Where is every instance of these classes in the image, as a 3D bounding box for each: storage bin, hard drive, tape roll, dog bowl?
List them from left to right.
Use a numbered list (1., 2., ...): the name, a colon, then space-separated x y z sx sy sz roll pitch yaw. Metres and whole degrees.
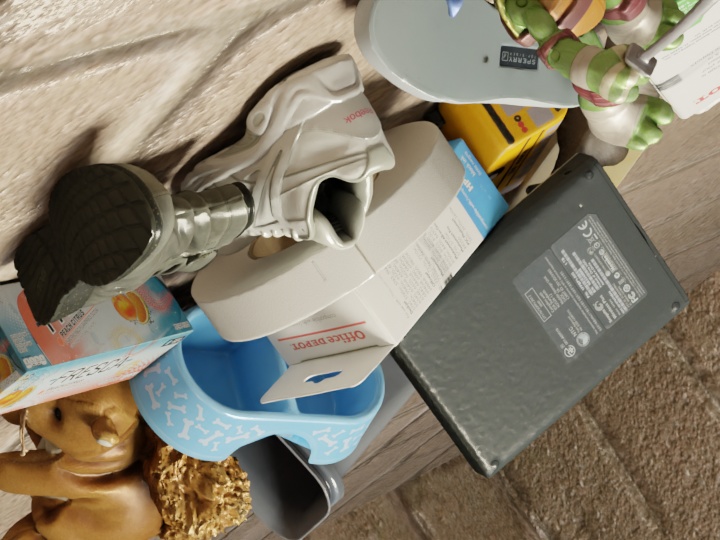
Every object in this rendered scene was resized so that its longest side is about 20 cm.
1. dog bowl: -0.068 0.077 1.669 0.200 0.112 0.050 6 146 -37
2. storage bin: -0.063 0.087 1.795 0.134 0.200 0.146 -41 176 -29
3. tape roll: -0.022 -0.027 1.554 0.203 0.037 0.203 -32 -164 10
4. hard drive: 0.123 0.032 1.663 0.200 0.140 0.033 -40 -160 -12

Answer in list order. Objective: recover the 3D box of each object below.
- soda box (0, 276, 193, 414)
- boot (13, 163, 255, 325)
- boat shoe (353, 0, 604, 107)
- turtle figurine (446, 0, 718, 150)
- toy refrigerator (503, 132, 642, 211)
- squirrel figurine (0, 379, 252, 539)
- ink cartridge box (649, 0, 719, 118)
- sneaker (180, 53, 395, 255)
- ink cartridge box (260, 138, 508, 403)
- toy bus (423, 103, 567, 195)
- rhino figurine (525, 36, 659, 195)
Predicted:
1. soda box: -0.197 0.043 1.527 0.068 0.064 0.200 -37 170 26
2. boot: -0.118 -0.031 1.376 0.131 0.068 0.200 -19 174 -28
3. boat shoe: 0.050 -0.133 1.405 0.200 0.071 0.091 9 -179 -44
4. turtle figurine: 0.158 -0.154 1.323 0.200 0.144 0.194 -28 151 11
5. toy refrigerator: 0.148 -0.055 1.832 0.200 0.070 0.076 -52 -166 -27
6. squirrel figurine: -0.170 0.126 1.703 0.187 0.200 0.142 105 -2 -53
7. ink cartridge box: 0.231 -0.192 1.527 0.146 0.084 0.200 -33 160 10
8. sneaker: -0.045 -0.045 1.446 0.078 0.099 0.200 -24 168 -34
9. ink cartridge box: 0.000 0.000 1.628 0.116 0.068 0.200 -14 -153 48
10. toy bus: 0.089 -0.092 1.730 0.078 0.065 0.200 -32 170 -16
11. rhino figurine: 0.176 -0.105 1.730 0.200 0.060 0.087 -61 173 2
